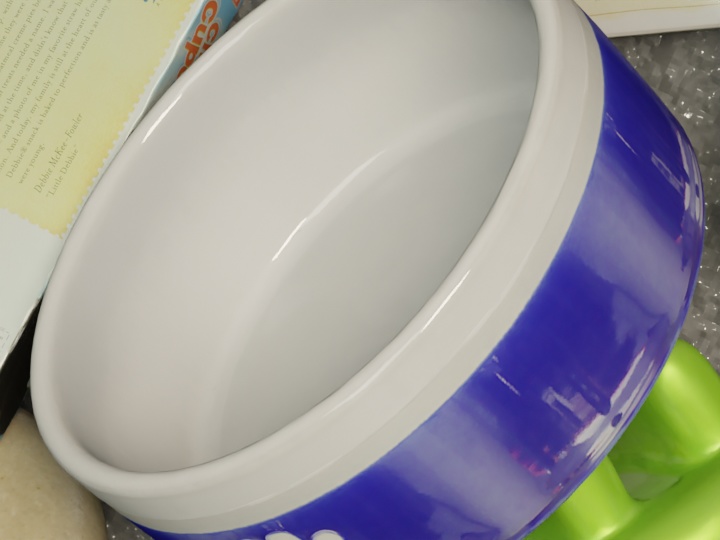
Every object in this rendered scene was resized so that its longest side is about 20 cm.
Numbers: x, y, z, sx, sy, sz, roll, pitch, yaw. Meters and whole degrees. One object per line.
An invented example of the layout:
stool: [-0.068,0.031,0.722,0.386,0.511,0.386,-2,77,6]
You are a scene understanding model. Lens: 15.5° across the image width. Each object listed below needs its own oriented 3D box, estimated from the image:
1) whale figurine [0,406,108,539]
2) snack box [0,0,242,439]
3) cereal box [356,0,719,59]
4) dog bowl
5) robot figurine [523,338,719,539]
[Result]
whale figurine: [-0.165,0.133,0.875,0.159,0.104,0.200,21,57,10]
snack box: [-0.125,-0.057,0.882,0.116,0.037,0.200,26,81,14]
cereal box: [0.069,-0.144,0.845,0.199,0.040,0.144,-3,93,18]
dog bowl: [0.000,0.000,0.781,0.200,0.200,0.079,-37,124,17]
robot figurine: [0.112,0.115,0.798,0.175,0.116,0.200,-36,102,-19]
